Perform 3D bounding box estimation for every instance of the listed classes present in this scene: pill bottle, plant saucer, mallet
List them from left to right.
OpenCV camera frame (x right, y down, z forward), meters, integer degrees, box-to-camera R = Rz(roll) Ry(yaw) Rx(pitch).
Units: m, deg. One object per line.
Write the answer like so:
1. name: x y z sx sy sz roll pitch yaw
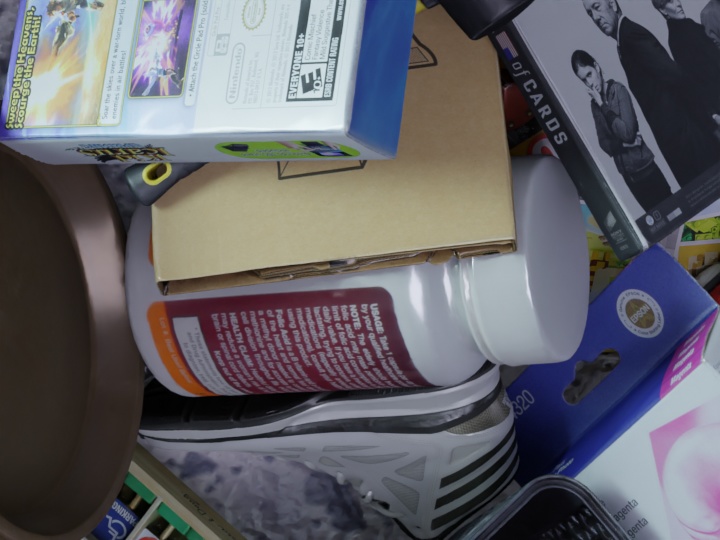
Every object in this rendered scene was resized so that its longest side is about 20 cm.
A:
1. plant saucer: -0.152 0.025 0.967 0.029 0.200 0.200 -6 118 21
2. mallet: -0.023 -0.099 0.940 0.200 0.041 0.066 -26 90 11
3. pill bottle: 0.000 0.000 1.033 0.200 0.114 0.114 -4 118 23

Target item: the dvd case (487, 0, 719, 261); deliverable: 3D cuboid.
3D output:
1. dvd case: 0.119 -0.122 1.001 0.150 0.025 0.200 -32 92 -39

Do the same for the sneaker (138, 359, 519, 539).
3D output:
1. sneaker: -0.015 0.097 1.111 0.200 0.076 0.116 -6 121 19

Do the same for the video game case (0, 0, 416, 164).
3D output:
1. video game case: -0.058 -0.146 0.928 0.045 0.181 0.201 25 70 -57

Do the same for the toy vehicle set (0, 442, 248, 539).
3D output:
1. toy vehicle set: -0.107 0.178 1.115 0.200 0.027 0.124 39 102 13

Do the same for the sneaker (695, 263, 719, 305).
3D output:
1. sneaker: 0.206 0.024 1.064 0.077 0.085 0.200 21 107 -20

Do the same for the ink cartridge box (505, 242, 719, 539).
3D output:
1. ink cartridge box: 0.154 0.114 1.056 0.200 0.043 0.196 45 139 6

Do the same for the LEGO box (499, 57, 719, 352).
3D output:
1. LEGO box: 0.154 -0.041 1.115 0.199 0.077 0.149 -4 114 -11

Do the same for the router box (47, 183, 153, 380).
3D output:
1. router box: -0.208 0.030 1.076 0.200 0.051 0.149 -32 115 2

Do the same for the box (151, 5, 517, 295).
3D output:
1. box: -0.019 -0.092 0.987 0.163 0.200 0.021 -7 158 7

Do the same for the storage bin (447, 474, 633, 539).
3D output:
1. storage bin: 0.098 0.215 1.035 0.135 0.094 0.200 -39 87 -30
